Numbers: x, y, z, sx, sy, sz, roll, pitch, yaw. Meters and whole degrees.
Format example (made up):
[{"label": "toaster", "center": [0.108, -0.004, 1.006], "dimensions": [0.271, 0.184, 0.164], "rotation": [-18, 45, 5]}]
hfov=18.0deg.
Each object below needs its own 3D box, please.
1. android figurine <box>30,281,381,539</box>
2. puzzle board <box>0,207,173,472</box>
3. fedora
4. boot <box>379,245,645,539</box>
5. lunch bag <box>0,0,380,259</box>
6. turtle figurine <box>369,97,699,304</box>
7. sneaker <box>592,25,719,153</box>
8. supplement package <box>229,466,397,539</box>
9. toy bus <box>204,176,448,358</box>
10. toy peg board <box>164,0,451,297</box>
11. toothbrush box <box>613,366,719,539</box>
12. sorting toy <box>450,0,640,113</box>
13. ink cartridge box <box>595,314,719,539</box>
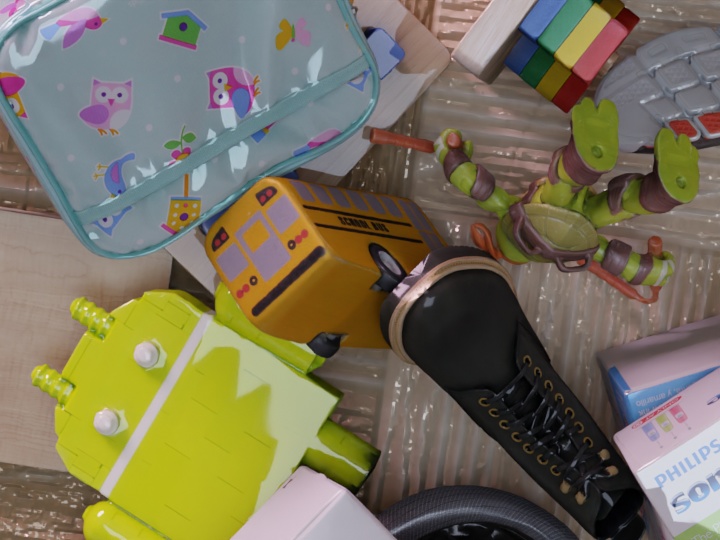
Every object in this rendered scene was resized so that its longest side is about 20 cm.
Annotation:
[{"label": "android figurine", "center": [-0.094, 0.090, 1.306], "dimensions": [0.199, 0.041, 0.183], "rotation": [33, 96, 2]}, {"label": "puzzle board", "center": [-0.217, 0.038, 1.351], "dimensions": [0.198, 0.017, 0.152], "rotation": [8, 99, -3]}, {"label": "fedora", "center": [0.044, 0.218, 1.348], "dimensions": [0.177, 0.090, 0.200], "rotation": [44, 84, -10]}, {"label": "boot", "center": [0.095, 0.072, 1.253], "dimensions": [0.077, 0.200, 0.139], "rotation": [-43, 60, 5]}, {"label": "lunch bag", "center": [-0.091, -0.108, 1.203], "dimensions": [0.199, 0.077, 0.161], "rotation": [-30, 112, -6]}, {"label": "turtle figurine", "center": [0.106, -0.039, 1.269], "dimensions": [0.199, 0.161, 0.065], "rotation": [32, 61, -10]}, {"label": "sneaker", "center": [0.229, -0.097, 1.308], "dimensions": [0.198, 0.082, 0.077], "rotation": [-16, 59, -6]}, {"label": "supplement package", "center": [0.006, 0.221, 1.231], "dimensions": [0.120, 0.121, 0.200], "rotation": [-45, 99, -8]}, {"label": "toy bus", "center": [0.000, 0.000, 1.270], "dimensions": [0.065, 0.200, 0.079], "rotation": [-43, 69, 20]}, {"label": "toy peg board", "center": [-0.080, -0.117, 1.282], "dimensions": [0.199, 0.098, 0.200], "rotation": [44, 91, -7]}, {"label": "toothbrush box", "center": [0.251, 0.141, 1.217], "dimensions": [0.145, 0.086, 0.201], "rotation": [-33, 100, 3]}, {"label": "sorting toy", "center": [0.141, -0.172, 1.233], "dimensions": [0.069, 0.199, 0.200], "rotation": [38, 96, 2]}, {"label": "ink cartridge box", "center": [0.229, 0.135, 1.323], "dimensions": [0.124, 0.129, 0.202], "rotation": [-16, 98, 1]}]
